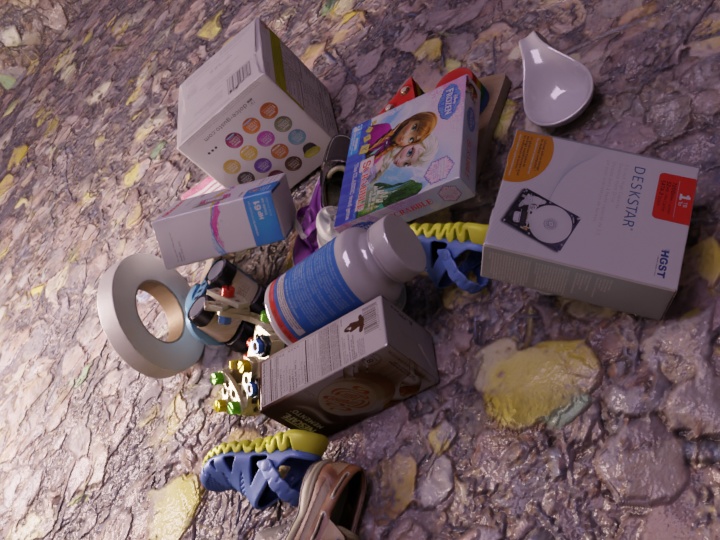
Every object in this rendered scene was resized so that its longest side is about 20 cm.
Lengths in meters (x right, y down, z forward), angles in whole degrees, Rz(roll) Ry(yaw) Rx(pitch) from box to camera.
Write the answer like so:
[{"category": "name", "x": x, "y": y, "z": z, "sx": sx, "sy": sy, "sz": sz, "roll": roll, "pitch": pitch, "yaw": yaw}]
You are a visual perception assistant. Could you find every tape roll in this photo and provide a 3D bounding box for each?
[{"category": "tape roll", "x": -0.324, "y": 0.070, "z": 1.378, "sx": 0.037, "sy": 0.203, "sz": 0.204, "roll": -26, "pitch": 44, "yaw": 25}]

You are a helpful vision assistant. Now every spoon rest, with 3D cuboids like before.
[{"category": "spoon rest", "x": 0.256, "y": -0.268, "z": 1.203, "sx": 0.099, "sy": 0.061, "sz": 0.201, "roll": -33, "pitch": 40, "yaw": 20}]

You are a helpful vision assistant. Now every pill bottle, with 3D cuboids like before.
[{"category": "pill bottle", "x": -0.018, "y": 0.015, "z": 1.115, "sx": 0.200, "sy": 0.112, "sz": 0.113, "roll": -34, "pitch": 40, "yaw": 29}]

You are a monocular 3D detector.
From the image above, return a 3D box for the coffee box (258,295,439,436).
[{"category": "coffee box", "x": -0.017, "y": 0.128, "z": 1.100, "sx": 0.199, "sy": 0.114, "sz": 0.080, "roll": -30, "pitch": 44, "yaw": 25}]

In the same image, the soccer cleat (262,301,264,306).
[{"category": "soccer cleat", "x": -0.079, "y": 0.066, "z": 1.252, "sx": 0.081, "sy": 0.068, "sz": 0.200, "roll": -42, "pitch": 36, "yaw": 0}]

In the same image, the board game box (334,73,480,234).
[{"category": "board game box", "x": 0.065, "y": -0.151, "z": 1.188, "sx": 0.199, "sy": 0.041, "sz": 0.201, "roll": -20, "pitch": 44, "yaw": 31}]

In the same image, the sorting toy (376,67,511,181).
[{"category": "sorting toy", "x": 0.099, "y": -0.211, "z": 1.302, "sx": 0.199, "sy": 0.070, "sz": 0.200, "roll": -2, "pitch": 58, "yaw": 44}]

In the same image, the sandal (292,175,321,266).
[{"category": "sandal", "x": -0.075, "y": -0.084, "z": 1.383, "sx": 0.082, "sy": 0.050, "sz": 0.204, "roll": -14, "pitch": 50, "yaw": 37}]

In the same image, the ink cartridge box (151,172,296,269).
[{"category": "ink cartridge box", "x": -0.212, "y": -0.080, "z": 1.391, "sx": 0.199, "sy": 0.085, "sz": 0.145, "roll": -15, "pitch": 15, "yaw": 8}]

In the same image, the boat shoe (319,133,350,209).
[{"category": "boat shoe", "x": -0.027, "y": -0.137, "z": 1.350, "sx": 0.071, "sy": 0.066, "sz": 0.202, "roll": 3, "pitch": 58, "yaw": 0}]

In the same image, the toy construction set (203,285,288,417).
[{"category": "toy construction set", "x": -0.156, "y": 0.117, "z": 1.210, "sx": 0.092, "sy": 0.201, "sz": 0.131, "roll": -17, "pitch": 29, "yaw": -30}]

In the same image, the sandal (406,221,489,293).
[{"category": "sandal", "x": 0.103, "y": -0.017, "z": 1.137, "sx": 0.199, "sy": 0.079, "sz": 0.088, "roll": 4, "pitch": 89, "yaw": 55}]

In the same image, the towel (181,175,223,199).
[{"category": "towel", "x": -0.273, "y": -0.116, "z": 1.620, "sx": 0.146, "sy": 0.030, "sz": 0.201, "roll": -37, "pitch": 40, "yaw": 16}]

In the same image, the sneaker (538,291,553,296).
[{"category": "sneaker", "x": 0.230, "y": -0.074, "z": 1.050, "sx": 0.076, "sy": 0.081, "sz": 0.201, "roll": -15, "pitch": 49, "yaw": 38}]

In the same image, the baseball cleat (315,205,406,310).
[{"category": "baseball cleat", "x": 0.000, "y": 0.000, "z": 1.235, "sx": 0.069, "sy": 0.107, "sz": 0.201, "roll": -20, "pitch": 60, "yaw": -21}]

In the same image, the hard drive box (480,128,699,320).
[{"category": "hard drive box", "x": 0.245, "y": -0.052, "z": 0.946, "sx": 0.199, "sy": 0.077, "sz": 0.157, "roll": 14, "pitch": 65, "yaw": 12}]

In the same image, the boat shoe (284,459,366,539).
[{"category": "boat shoe", "x": -0.039, "y": 0.310, "z": 1.002, "sx": 0.073, "sy": 0.076, "sz": 0.201, "roll": -12, "pitch": 52, "yaw": 34}]

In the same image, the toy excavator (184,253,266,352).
[{"category": "toy excavator", "x": -0.232, "y": 0.028, "z": 1.419, "sx": 0.199, "sy": 0.100, "sz": 0.195, "roll": -5, "pitch": 54, "yaw": 52}]

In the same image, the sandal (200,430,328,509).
[{"category": "sandal", "x": -0.130, "y": 0.262, "z": 1.119, "sx": 0.199, "sy": 0.079, "sz": 0.088, "roll": -21, "pitch": 55, "yaw": 36}]

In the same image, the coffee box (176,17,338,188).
[{"category": "coffee box", "x": -0.176, "y": -0.264, "z": 1.511, "sx": 0.199, "sy": 0.198, "sz": 0.201, "roll": -35, "pitch": 38, "yaw": 19}]
